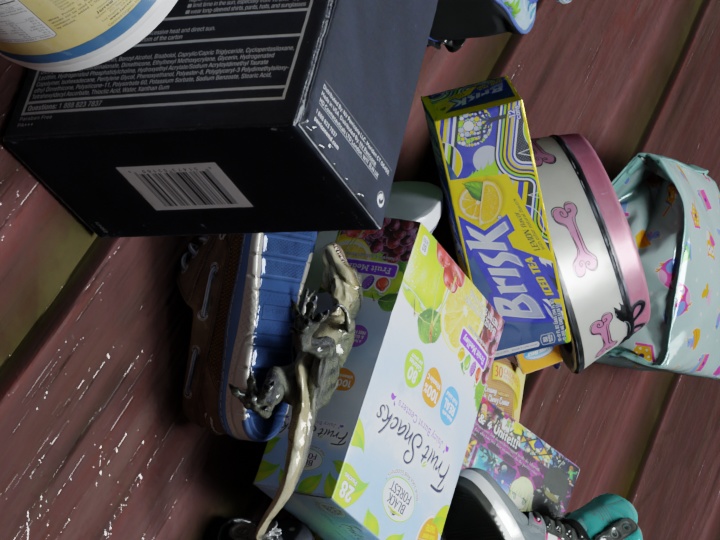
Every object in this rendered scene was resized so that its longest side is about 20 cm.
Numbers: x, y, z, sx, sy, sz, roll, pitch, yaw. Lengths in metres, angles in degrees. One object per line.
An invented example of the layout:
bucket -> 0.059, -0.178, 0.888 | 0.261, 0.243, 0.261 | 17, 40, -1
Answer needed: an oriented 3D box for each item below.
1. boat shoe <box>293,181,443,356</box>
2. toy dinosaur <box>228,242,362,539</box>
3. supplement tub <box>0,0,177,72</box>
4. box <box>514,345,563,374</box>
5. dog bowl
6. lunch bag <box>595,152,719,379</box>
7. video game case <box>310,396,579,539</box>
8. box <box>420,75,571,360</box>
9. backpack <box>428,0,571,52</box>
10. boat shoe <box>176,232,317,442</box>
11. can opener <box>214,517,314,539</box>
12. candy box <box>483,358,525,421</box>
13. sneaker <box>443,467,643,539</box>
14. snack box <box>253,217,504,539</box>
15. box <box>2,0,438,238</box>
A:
boat shoe -> 0.000, 0.000, 1.618 | 0.200, 0.074, 0.065 | -42, 136, -47
toy dinosaur -> -0.038, 0.066, 1.410 | 0.088, 0.047, 0.200 | 53, 52, -61
supplement tub -> -0.188, -0.206, 1.161 | 0.200, 0.145, 0.145 | 42, 53, -55
box -> 0.115, -0.011, 1.801 | 0.119, 0.041, 0.200 | -109, -177, -60
dog bowl -> 0.172, -0.022, 1.824 | 0.200, 0.074, 0.200 | 160, -90, -87
lunch bag -> 0.275, -0.007, 2.084 | 0.170, 0.122, 0.200 | 11, 85, -61
video game case -> 0.062, 0.177, 1.659 | 0.200, 0.036, 0.181 | 36, 62, -29
box -> 0.102, -0.037, 1.676 | 0.064, 0.070, 0.200 | -106, -178, -66
backpack -> 0.092, -0.292, 1.704 | 0.183, 0.147, 0.200 | 35, 54, -62
boat shoe -> -0.080, 0.007, 1.444 | 0.072, 0.072, 0.200 | 20, 77, -60
can opener -> -0.089, 0.221, 1.435 | 0.200, 0.063, 0.079 | -44, 128, -55
candy box -> 0.071, 0.157, 1.753 | 0.115, 0.055, 0.200 | 36, 59, -56
sneaker -> 0.143, 0.195, 1.641 | 0.121, 0.084, 0.200 | -46, 119, -29
snack box -> 0.018, 0.087, 1.529 | 0.169, 0.068, 0.200 | 46, 58, -55
box -> -0.073, -0.132, 1.322 | 0.123, 0.200, 0.198 | 49, 48, -50
